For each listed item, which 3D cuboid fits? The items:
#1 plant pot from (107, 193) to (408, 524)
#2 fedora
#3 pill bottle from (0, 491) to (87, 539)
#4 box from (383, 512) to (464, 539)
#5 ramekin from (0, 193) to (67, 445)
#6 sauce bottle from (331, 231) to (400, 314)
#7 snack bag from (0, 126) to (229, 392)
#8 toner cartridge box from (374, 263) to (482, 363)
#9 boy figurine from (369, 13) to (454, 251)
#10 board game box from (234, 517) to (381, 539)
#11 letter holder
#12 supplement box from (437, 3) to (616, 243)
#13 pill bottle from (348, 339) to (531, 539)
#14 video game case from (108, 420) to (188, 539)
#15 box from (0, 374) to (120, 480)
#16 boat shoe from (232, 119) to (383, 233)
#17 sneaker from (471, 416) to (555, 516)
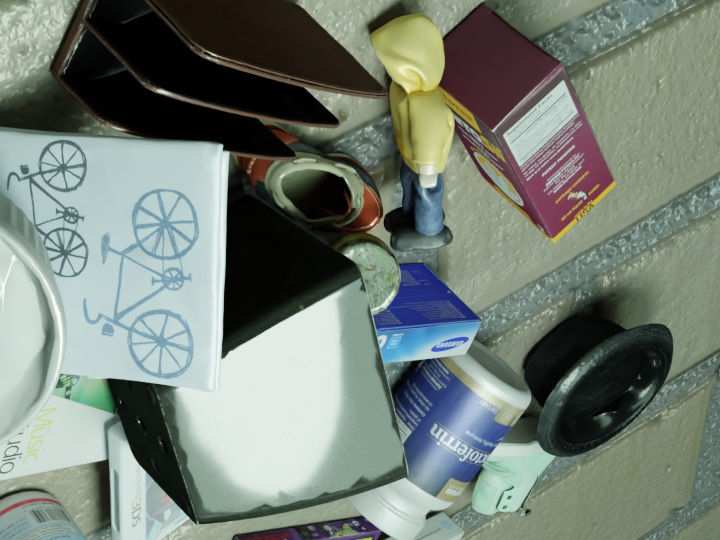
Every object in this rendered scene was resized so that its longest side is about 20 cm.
[{"bbox_3d":[-0.099,0.087,1.342,0.176,0.200,0.201,-26,121,-22],"label":"plant pot"},{"bbox_3d":[0.252,0.113,1.858,0.199,0.092,0.202,-27,140,-25],"label":"fedora"},{"bbox_3d":[-0.256,0.291,1.419,0.108,0.200,0.110,-26,140,-24],"label":"pill bottle"},{"bbox_3d":[0.025,0.381,1.908,0.155,0.041,0.202,-14,135,-51],"label":"box"},{"bbox_3d":[-0.298,0.024,1.144,0.200,0.094,0.205,-2,115,-4],"label":"ramekin"},{"bbox_3d":[0.000,0.000,1.429,0.065,0.065,0.200,-47,-177,2],"label":"sauce bottle"},{"bbox_3d":[-0.194,-0.007,1.199,0.021,0.197,0.191,-70,164,-71],"label":"snack bag"},{"bbox_3d":[0.011,0.041,1.539,0.199,0.095,0.043,-3,129,-43],"label":"toner cartridge box"},{"bbox_3d":[0.046,-0.115,1.411,0.064,0.125,0.202,-9,123,-4],"label":"boy figurine"},{"bbox_3d":[-0.076,0.325,1.786,0.199,0.032,0.121,1,121,-46],"label":"board game box"},{"bbox_3d":[-0.096,-0.135,1.216,0.199,0.142,0.101,6,121,-48],"label":"letter holder"},{"bbox_3d":[0.144,-0.129,1.495,0.086,0.110,0.200,-43,144,-3],"label":"supplement box"},{"bbox_3d":[0.075,0.172,1.714,0.201,0.116,0.115,-54,144,11],"label":"pill bottle"},{"bbox_3d":[-0.146,0.157,1.520,0.199,0.023,0.183,-34,148,-33],"label":"video game case"},{"bbox_3d":[-0.256,0.103,1.377,0.199,0.036,0.146,-8,130,-43],"label":"box"},{"bbox_3d":[-0.033,-0.067,1.416,0.071,0.063,0.200,-52,146,6],"label":"boat shoe"},{"bbox_3d":[0.150,0.227,1.875,0.199,0.074,0.119,10,111,-52],"label":"sneaker"}]
